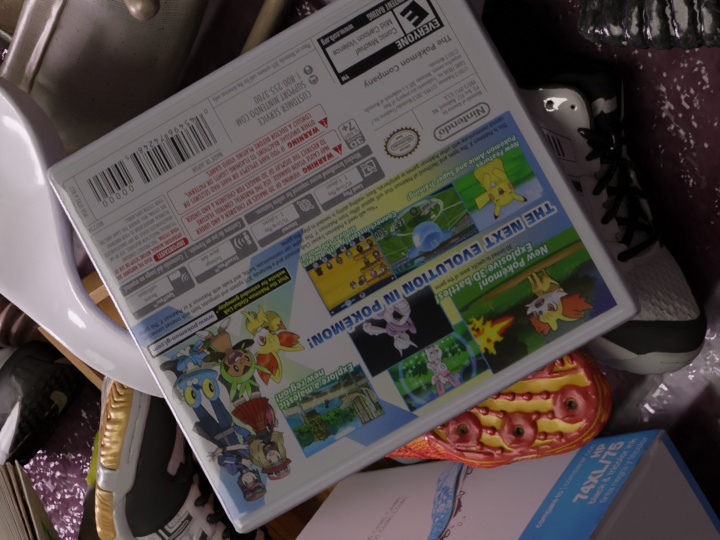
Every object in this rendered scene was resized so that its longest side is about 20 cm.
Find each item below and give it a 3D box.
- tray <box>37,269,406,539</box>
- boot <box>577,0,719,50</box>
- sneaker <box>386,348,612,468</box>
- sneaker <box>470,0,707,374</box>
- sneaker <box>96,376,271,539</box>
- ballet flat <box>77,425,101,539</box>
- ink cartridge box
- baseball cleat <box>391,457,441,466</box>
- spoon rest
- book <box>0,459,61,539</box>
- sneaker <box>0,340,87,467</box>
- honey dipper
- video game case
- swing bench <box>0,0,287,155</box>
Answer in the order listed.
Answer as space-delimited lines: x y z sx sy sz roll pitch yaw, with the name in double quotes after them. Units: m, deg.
-0.057 0.070 1.422 0.200 0.037 0.099 45 137 -14 "tray"
0.093 -0.174 1.180 0.211 0.079 0.158 12 118 37 "boot"
0.029 0.052 1.286 0.200 0.077 0.073 0 86 35 "sneaker"
0.091 -0.045 1.251 0.200 0.076 0.088 50 127 5 "sneaker"
-0.085 0.122 1.412 0.088 0.076 0.200 0 129 1 "sneaker"
-0.116 0.165 1.512 0.067 0.067 0.200 44 156 58 "ballet flat"
0.065 0.182 1.306 0.200 0.146 0.147 -11 120 42 "ink cartridge box"
0.000 0.000 1.342 0.200 0.070 0.106 61 161 -1 "baseball cleat"
-0.139 -0.014 1.293 0.200 0.061 0.099 41 131 15 "spoon rest"
-0.162 0.197 1.489 0.200 0.048 0.134 75 173 -67 "book"
-0.204 0.072 1.524 0.080 0.074 0.200 44 157 -1 "sneaker"
-0.125 0.065 1.526 0.200 0.038 0.038 33 129 22 "honey dipper"
-0.009 -0.013 1.229 0.200 0.022 0.182 -29 83 7 "video game case"
-0.150 -0.138 1.385 0.200 0.130 0.199 48 135 20 "swing bench"
